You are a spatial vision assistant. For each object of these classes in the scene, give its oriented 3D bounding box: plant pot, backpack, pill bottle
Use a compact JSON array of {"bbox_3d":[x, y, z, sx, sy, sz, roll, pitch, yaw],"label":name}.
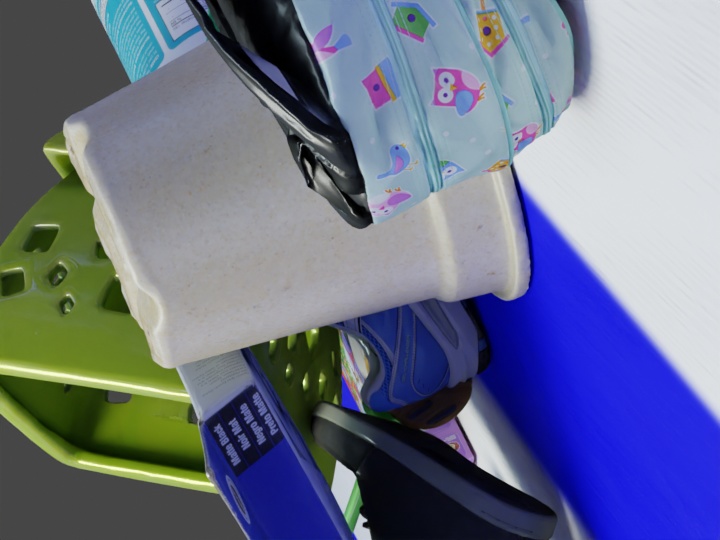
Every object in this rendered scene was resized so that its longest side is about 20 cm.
[{"bbox_3d":[-0.113,0.022,1.427,0.200,0.198,0.182,57,-135,-63],"label":"plant pot"},{"bbox_3d":[-0.040,-0.045,1.129,0.200,0.183,0.201,157,90,-82],"label":"plant pot"},{"bbox_3d":[-0.003,-0.122,0.899,0.201,0.126,0.167,64,-178,20],"label":"backpack"},{"bbox_3d":[-0.104,-0.148,1.519,0.111,0.110,0.200,78,167,-52],"label":"pill bottle"}]

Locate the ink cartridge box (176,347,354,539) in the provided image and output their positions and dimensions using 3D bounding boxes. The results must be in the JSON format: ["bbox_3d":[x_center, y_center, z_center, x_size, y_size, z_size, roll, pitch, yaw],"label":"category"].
[{"bbox_3d":[-0.039,0.119,1.202,0.200,0.040,0.200,62,179,-29],"label":"ink cartridge box"}]

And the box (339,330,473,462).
[{"bbox_3d":[0.022,0.082,1.566,0.137,0.039,0.201,83,162,-60],"label":"box"}]

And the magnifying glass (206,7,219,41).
[{"bbox_3d":[-0.074,-0.141,1.230,0.080,0.022,0.201,-85,-1,-80],"label":"magnifying glass"}]

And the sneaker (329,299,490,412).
[{"bbox_3d":[-0.007,-0.012,1.278,0.201,0.077,0.076,57,173,-1],"label":"sneaker"}]

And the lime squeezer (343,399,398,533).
[{"bbox_3d":[0.009,0.067,1.460,0.038,0.070,0.201,24,-121,-39],"label":"lime squeezer"}]

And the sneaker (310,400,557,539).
[{"bbox_3d":[0.020,0.151,1.328,0.075,0.107,0.200,18,-173,-39],"label":"sneaker"}]

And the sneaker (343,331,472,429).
[{"bbox_3d":[0.000,0.000,1.369,0.088,0.075,0.201,-142,32,-75],"label":"sneaker"}]
